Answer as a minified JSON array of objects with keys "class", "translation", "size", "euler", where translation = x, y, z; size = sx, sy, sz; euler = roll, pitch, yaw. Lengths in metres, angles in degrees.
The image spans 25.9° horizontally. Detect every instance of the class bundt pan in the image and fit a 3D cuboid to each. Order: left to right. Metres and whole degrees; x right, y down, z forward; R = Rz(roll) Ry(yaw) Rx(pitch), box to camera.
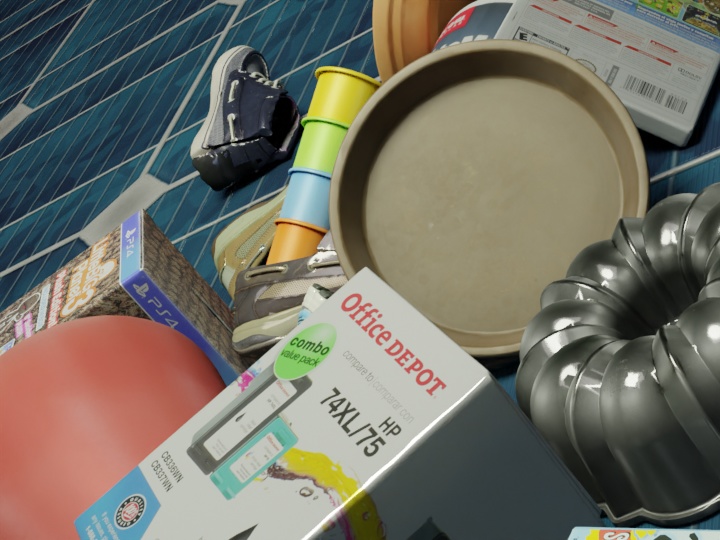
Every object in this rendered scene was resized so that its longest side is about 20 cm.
[{"class":"bundt pan","translation":[0.163,0.030,0.801],"size":[0.202,0.076,0.202],"euler":[-32,25,16]}]

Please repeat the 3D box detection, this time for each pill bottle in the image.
[{"class":"pill bottle","translation":[0.100,-0.122,1.098],"size":[0.119,0.120,0.200],"euler":[-18,32,40]}]

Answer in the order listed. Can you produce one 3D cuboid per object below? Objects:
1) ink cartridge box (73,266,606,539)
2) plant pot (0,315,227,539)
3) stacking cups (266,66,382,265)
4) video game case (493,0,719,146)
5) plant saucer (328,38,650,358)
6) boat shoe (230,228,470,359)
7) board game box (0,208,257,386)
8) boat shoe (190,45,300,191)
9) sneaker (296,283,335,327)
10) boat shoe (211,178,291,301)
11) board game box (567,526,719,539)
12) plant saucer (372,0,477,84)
[{"class":"ink cartridge box","translation":[-0.006,0.132,0.765],"size":[0.200,0.146,0.147],"euler":[-41,31,-5]},{"class":"plant pot","translation":[-0.131,0.146,0.905],"size":[0.200,0.201,0.177],"euler":[-44,33,-9]},{"class":"stacking cups","translation":[-0.038,-0.050,1.160],"size":[0.060,0.060,0.200],"euler":[4,72,57]},{"class":"video game case","translation":[0.185,-0.181,1.074],"size":[0.018,0.143,0.200],"euler":[107,-170,-51]},{"class":"plant saucer","translation":[0.079,-0.044,0.964],"size":[0.200,0.200,0.029],"euler":[-37,-18,5]},{"class":"boat shoe","translation":[0.000,0.000,1.032],"size":[0.200,0.073,0.074],"euler":[-18,-15,14]},{"class":"board game box","translation":[-0.178,0.088,1.087],"size":[0.200,0.160,0.097],"euler":[-36,25,10]},{"class":"boat shoe","translation":[-0.096,-0.160,1.514],"size":[0.093,0.075,0.200],"euler":[-19,38,25]},{"class":"sneaker","translation":[-0.017,0.068,0.912],"size":[0.090,0.078,0.200],"euler":[-62,-12,-6]},{"class":"boat shoe","translation":[-0.027,-0.042,1.221],"size":[0.200,0.072,0.076],"euler":[-41,38,14]},{"class":"board game box","translation":[0.156,0.162,0.549],"size":[0.200,0.105,0.103],"euler":[-10,38,49]},{"class":"plant saucer","translation":[0.082,-0.204,1.189],"size":[0.037,0.200,0.200],"euler":[17,56,34]}]
